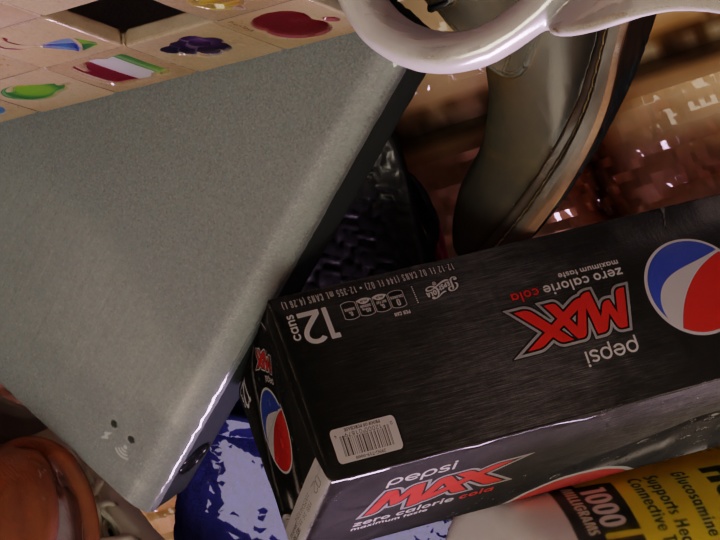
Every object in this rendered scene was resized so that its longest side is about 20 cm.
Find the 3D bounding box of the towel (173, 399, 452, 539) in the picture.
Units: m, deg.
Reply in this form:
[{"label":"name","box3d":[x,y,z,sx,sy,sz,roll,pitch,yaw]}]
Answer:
[{"label":"towel","box3d":[-0.002,0.145,0.870,0.146,0.050,0.202,8,106,4]}]

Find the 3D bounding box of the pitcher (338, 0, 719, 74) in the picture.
[{"label":"pitcher","box3d":[0.065,-0.153,0.590,0.170,0.121,0.202,-5,100,15]}]

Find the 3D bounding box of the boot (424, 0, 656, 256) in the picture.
[{"label":"boot","box3d":[0.047,-0.090,0.713,0.096,0.075,0.201,28,125,4]}]

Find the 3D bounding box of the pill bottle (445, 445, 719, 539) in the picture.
[{"label":"pill bottle","box3d":[0.137,0.115,0.798,0.198,0.113,0.113,-8,132,-20]}]

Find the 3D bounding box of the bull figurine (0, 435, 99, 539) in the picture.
[{"label":"bull figurine","box3d":[-0.171,0.134,0.780,0.199,0.122,0.065,-30,156,17]}]

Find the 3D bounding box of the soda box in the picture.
[{"label":"soda box","box3d":[0.066,0.029,0.735,0.198,0.064,0.071,-13,156,-17]}]

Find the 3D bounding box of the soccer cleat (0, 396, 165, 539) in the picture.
[{"label":"soccer cleat","box3d":[-0.104,0.100,0.823,0.199,0.069,0.078,31,120,25]}]

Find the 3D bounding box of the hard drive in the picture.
[{"label":"hard drive","box3d":[-0.073,-0.037,0.737,0.139,0.033,0.201,41,125,14]}]

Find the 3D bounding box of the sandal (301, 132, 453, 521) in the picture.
[{"label":"sandal","box3d":[0.000,0.000,0.789,0.075,0.045,0.201,-24,116,15]}]

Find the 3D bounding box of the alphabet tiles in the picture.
[{"label":"alphabet tiles","box3d":[-0.121,-0.076,0.620,0.166,0.008,0.199,-10,164,35]}]
